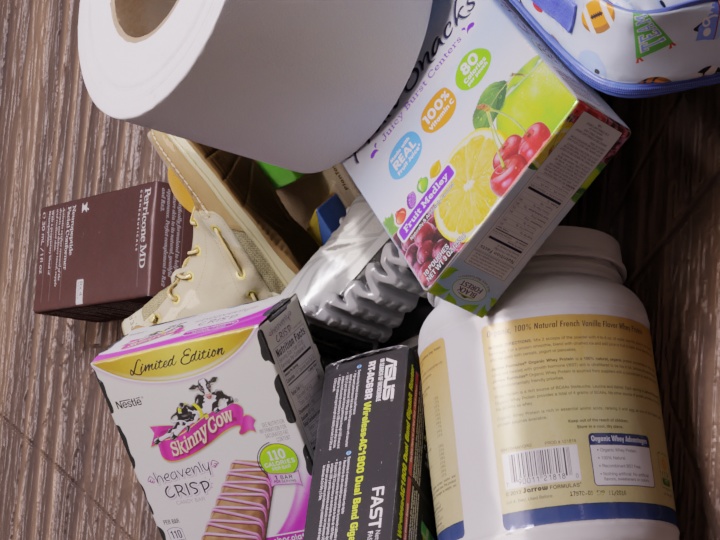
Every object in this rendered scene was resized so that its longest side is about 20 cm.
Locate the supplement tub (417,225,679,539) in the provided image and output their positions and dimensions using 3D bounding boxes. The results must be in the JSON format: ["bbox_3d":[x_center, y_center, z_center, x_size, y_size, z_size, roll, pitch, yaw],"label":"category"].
[{"bbox_3d":[0.110,0.087,1.124,0.144,0.144,0.201,-26,62,47],"label":"supplement tub"}]

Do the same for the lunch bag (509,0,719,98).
[{"bbox_3d":[0.157,-0.182,1.105,0.200,0.160,0.076,-126,31,-44],"label":"lunch bag"}]

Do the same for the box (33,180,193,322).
[{"bbox_3d":[-0.205,-0.013,1.613,0.200,0.075,0.101,-9,75,49],"label":"box"}]

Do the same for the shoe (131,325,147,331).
[{"bbox_3d":[-0.078,0.095,1.270,0.199,0.070,0.054,25,82,15],"label":"shoe"}]

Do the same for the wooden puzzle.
[{"bbox_3d":[-0.068,-0.044,1.382,0.200,0.046,0.186,-18,108,51],"label":"wooden puzzle"}]

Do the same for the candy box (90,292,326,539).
[{"bbox_3d":[-0.075,0.127,1.216,0.136,0.061,0.201,-14,104,29],"label":"candy box"}]

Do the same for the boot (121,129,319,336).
[{"bbox_3d":[-0.120,-0.006,1.331,0.155,0.200,0.073,-33,16,22],"label":"boot"}]

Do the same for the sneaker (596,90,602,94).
[{"bbox_3d":[0.098,-0.128,1.213,0.199,0.079,0.076,-10,105,33],"label":"sneaker"}]

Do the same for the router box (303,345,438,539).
[{"bbox_3d":[0.026,0.171,1.152,0.062,0.150,0.201,-15,40,19],"label":"router box"}]

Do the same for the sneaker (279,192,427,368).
[{"bbox_3d":[0.000,0.000,1.226,0.200,0.075,0.081,-35,55,24],"label":"sneaker"}]

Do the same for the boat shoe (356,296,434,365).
[{"bbox_3d":[0.028,0.039,1.280,0.199,0.074,0.061,-26,67,34],"label":"boat shoe"}]

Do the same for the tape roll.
[{"bbox_3d":[-0.067,-0.173,1.141,0.202,0.139,0.204,-24,59,50],"label":"tape roll"}]

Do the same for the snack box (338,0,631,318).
[{"bbox_3d":[0.058,-0.089,1.110,0.142,0.053,0.200,-51,40,17],"label":"snack box"}]
